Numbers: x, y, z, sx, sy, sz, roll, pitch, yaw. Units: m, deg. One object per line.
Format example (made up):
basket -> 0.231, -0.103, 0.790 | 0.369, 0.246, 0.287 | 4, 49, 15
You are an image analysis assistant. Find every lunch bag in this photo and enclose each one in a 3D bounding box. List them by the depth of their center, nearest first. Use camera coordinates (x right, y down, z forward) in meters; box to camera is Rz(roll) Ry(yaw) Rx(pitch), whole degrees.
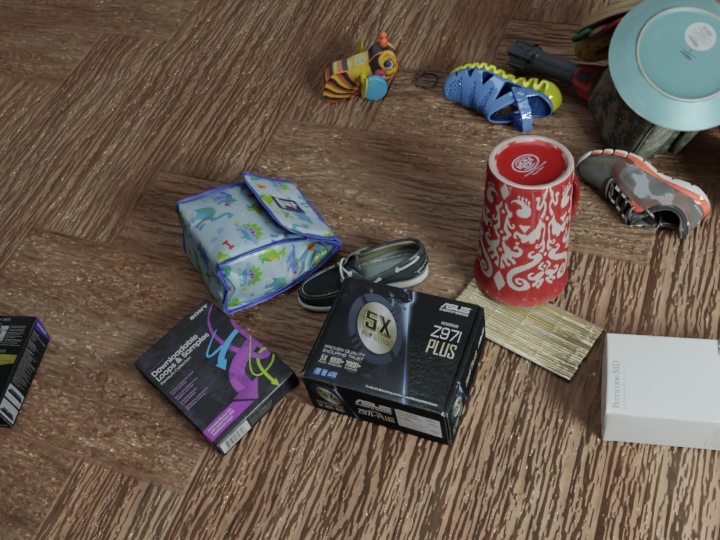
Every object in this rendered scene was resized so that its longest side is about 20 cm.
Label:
lunch bag -> 0.453, -0.260, 1.167 | 0.166, 0.200, 0.140 | -20, 72, -8
lunch bag -> -0.151, -0.054, 1.198 | 0.198, 0.128, 0.170 | -21, 48, -23

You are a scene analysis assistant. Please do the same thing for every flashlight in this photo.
flashlight -> 0.342, -0.331, 1.338 | 0.068, 0.068, 0.199 | -36, 49, -26

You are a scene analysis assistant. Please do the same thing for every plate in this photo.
plate -> 0.431, -0.283, 1.061 | 0.198, 0.026, 0.203 | -1, 77, 4

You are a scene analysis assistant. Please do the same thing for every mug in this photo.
mug -> 0.224, -0.083, 1.078 | 0.132, 0.201, 0.178 | 8, 49, 15

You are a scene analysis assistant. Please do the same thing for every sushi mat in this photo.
sushi mat -> 0.220, 0.070, 1.090 | 0.199, 0.012, 0.096 | 27, 64, 28

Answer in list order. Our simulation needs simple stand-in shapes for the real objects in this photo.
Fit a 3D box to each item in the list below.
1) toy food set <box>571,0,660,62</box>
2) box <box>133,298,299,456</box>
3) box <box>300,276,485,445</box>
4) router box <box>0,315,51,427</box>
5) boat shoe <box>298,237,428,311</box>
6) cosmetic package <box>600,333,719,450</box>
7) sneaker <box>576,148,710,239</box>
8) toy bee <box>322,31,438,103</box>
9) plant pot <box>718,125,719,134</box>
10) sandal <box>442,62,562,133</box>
toy food set -> 0.415, -0.362, 1.189 | 0.198, 0.198, 0.049 | -7, 91, 16
box -> -0.202, 0.141, 1.109 | 0.199, 0.036, 0.143 | 33, 66, 32
box -> 0.047, 0.114, 1.046 | 0.198, 0.086, 0.165 | 13, 56, 20
router box -> -0.577, 0.144, 1.173 | 0.198, 0.052, 0.158 | 1, 53, 12
boat shoe -> 0.000, 0.000, 1.157 | 0.198, 0.061, 0.076 | -20, 52, -3
cosmetic package -> 0.390, 0.146, 0.954 | 0.198, 0.081, 0.114 | 2, 56, 12
sneaker -> 0.393, -0.108, 1.151 | 0.199, 0.077, 0.082 | 28, 69, 29
toy bee -> 0.022, -0.364, 1.398 | 0.199, 0.109, 0.131 | -26, 51, -8
plant pot -> 0.597, -0.179, 1.104 | 0.198, 0.202, 0.184 | -13, 40, 2
sandal -> 0.224, -0.281, 1.315 | 0.198, 0.080, 0.088 | 17, 62, 24
